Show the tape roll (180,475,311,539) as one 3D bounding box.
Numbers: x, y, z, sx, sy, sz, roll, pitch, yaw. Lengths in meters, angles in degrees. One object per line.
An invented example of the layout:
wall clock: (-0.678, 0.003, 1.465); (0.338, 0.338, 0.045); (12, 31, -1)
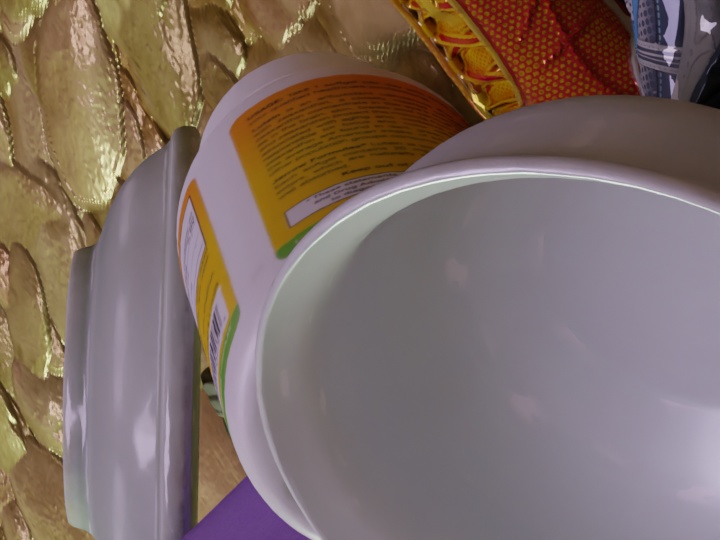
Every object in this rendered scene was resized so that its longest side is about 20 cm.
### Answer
tape roll: (0.020, 0.153, 1.033); (0.200, 0.066, 0.200); (41, 160, 19)

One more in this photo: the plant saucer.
plant saucer: (-0.086, 0.045, 1.150); (0.200, 0.050, 0.201); (-178, 90, -88)

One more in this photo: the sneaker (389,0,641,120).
sneaker: (0.034, -0.089, 0.933); (0.073, 0.077, 0.201); (-24, 90, 60)

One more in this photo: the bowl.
bowl: (0.080, 0.025, 0.787); (0.200, 0.091, 0.202); (15, 134, 16)

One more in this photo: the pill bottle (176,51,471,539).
pill bottle: (0.000, 0.000, 0.964); (0.200, 0.110, 0.112); (-114, 17, -65)

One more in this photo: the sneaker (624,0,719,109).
sneaker: (0.108, -0.078, 0.836); (0.086, 0.077, 0.201); (-112, 16, -60)

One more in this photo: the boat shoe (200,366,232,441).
boat shoe: (0.007, 0.058, 1.080); (0.200, 0.072, 0.065); (2, 116, 61)
